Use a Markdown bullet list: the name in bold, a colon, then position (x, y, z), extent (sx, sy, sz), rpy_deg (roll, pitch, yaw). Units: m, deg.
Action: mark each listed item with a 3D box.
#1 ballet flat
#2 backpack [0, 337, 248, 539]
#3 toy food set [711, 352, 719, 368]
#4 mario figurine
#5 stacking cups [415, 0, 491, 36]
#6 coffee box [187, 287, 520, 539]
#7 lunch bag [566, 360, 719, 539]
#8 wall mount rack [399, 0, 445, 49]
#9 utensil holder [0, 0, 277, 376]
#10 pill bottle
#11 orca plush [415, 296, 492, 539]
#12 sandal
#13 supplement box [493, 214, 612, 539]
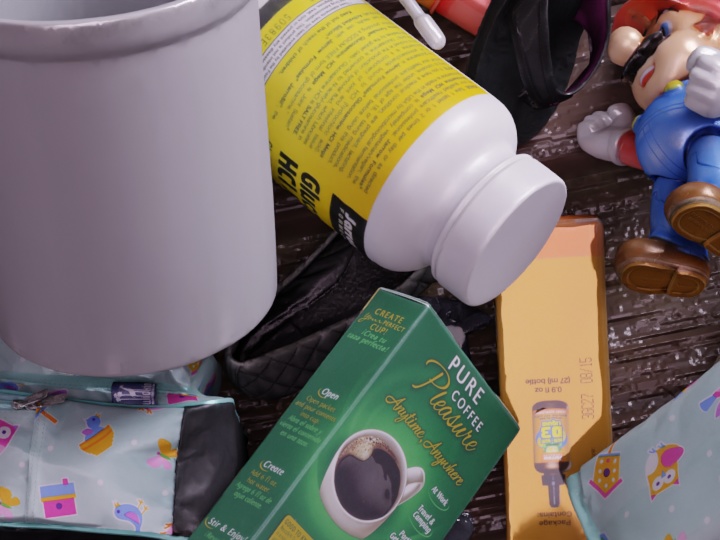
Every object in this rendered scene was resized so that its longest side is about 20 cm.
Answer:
- **ballet flat**: position (0.000, 0.000, 1.066), extent (0.066, 0.057, 0.200), rpy_deg (42, 85, 15)
- **backpack**: position (-0.165, 0.103, 1.028), extent (0.199, 0.176, 0.154), rpy_deg (-5, 80, 0)
- **toy food set**: position (0.284, 0.032, 1.070), extent (0.143, 0.060, 0.200), rpy_deg (25, 95, -11)
- **mario figurine**: position (0.163, -0.086, 1.009), extent (0.123, 0.200, 0.106), rpy_deg (-17, 133, 25)
- **stacking cups**: position (0.004, -0.202, 1.068), extent (0.200, 0.061, 0.061), rpy_deg (33, 94, -5)
- **coffee box**: position (-0.006, 0.123, 0.975), extent (0.200, 0.044, 0.123), rpy_deg (-53, 131, -16)
- **lunch bag**: position (0.244, 0.139, 1.003), extent (0.200, 0.122, 0.170), rpy_deg (28, 123, -34)
- **wall mount rack**: position (0.042, -0.233, 1.022), extent (0.200, 0.075, 0.174), rpy_deg (-34, 122, -24)
- **utensil holder**: position (-0.128, -0.069, 0.940), extent (0.169, 0.170, 0.200), rpy_deg (-2, 120, 2)
- **pill bottle**: position (0.012, -0.072, 1.011), extent (0.200, 0.112, 0.113), rpy_deg (39, 94, 22)
- **orca plush**: position (0.014, 0.113, 1.075), extent (0.105, 0.071, 0.200), rpy_deg (9, 73, -5)
- **sandal**: position (0.111, -0.144, 1.015), extent (0.075, 0.048, 0.201), rpy_deg (-8, 135, -31)
- **supplement box**: position (0.113, 0.069, 1.069), extent (0.066, 0.069, 0.201), rpy_deg (-2, 91, 3)
